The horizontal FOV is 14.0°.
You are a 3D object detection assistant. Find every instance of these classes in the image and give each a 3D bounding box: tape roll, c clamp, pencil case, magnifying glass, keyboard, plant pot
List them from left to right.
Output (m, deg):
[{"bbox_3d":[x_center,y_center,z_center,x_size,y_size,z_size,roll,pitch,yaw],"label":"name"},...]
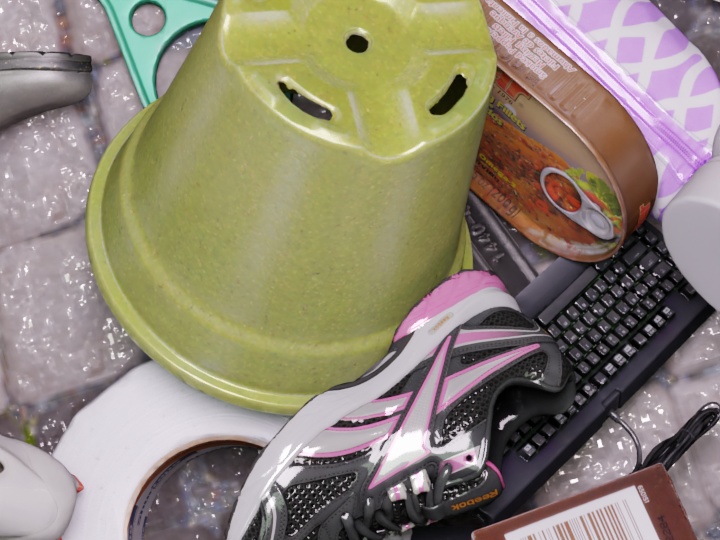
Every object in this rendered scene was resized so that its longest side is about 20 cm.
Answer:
[{"bbox_3d":[-0.118,-0.139,1.560,0.200,0.022,0.080,43,87,8],"label":"magnifying glass"},{"bbox_3d":[-0.066,0.139,1.502,0.200,0.066,0.201,0,84,3],"label":"tape roll"},{"bbox_3d":[-0.019,-0.062,1.408,0.200,0.184,0.201,8,56,-11],"label":"plant pot"},{"bbox_3d":[0.000,0.000,1.503,0.171,0.027,0.200,-32,72,-30],"label":"c clamp"},{"bbox_3d":[0.117,-0.114,1.512,0.200,0.085,0.084,43,91,6],"label":"pencil case"},{"bbox_3d":[0.119,0.061,1.477,0.127,0.021,0.200,43,59,8],"label":"keyboard"}]

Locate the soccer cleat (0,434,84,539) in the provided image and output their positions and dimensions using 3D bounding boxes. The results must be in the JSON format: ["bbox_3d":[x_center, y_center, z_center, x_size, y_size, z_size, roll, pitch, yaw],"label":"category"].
[{"bbox_3d":[-0.228,0.092,1.480,0.200,0.078,0.069,14,85,36],"label":"soccer cleat"}]

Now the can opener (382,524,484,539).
[{"bbox_3d":[0.060,0.151,1.451,0.200,0.079,0.063,-4,50,-21],"label":"can opener"}]

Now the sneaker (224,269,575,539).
[{"bbox_3d":[0.022,0.089,1.383,0.086,0.080,0.200,37,76,26],"label":"sneaker"}]

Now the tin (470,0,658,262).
[{"bbox_3d":[0.067,-0.087,1.492,0.200,0.112,0.042,42,67,10],"label":"tin"}]

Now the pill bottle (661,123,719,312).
[{"bbox_3d":[0.244,-0.065,1.430,0.114,0.114,0.200,41,68,7],"label":"pill bottle"}]

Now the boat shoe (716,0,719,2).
[{"bbox_3d":[0.209,-0.168,1.522,0.200,0.060,0.074,10,81,-16],"label":"boat shoe"}]

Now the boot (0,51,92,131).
[{"bbox_3d":[-0.223,-0.038,1.539,0.200,0.068,0.131,-13,87,9],"label":"boot"}]

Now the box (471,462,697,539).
[{"bbox_3d":[0.123,0.188,1.415,0.100,0.200,0.075,-20,53,-1],"label":"box"}]
